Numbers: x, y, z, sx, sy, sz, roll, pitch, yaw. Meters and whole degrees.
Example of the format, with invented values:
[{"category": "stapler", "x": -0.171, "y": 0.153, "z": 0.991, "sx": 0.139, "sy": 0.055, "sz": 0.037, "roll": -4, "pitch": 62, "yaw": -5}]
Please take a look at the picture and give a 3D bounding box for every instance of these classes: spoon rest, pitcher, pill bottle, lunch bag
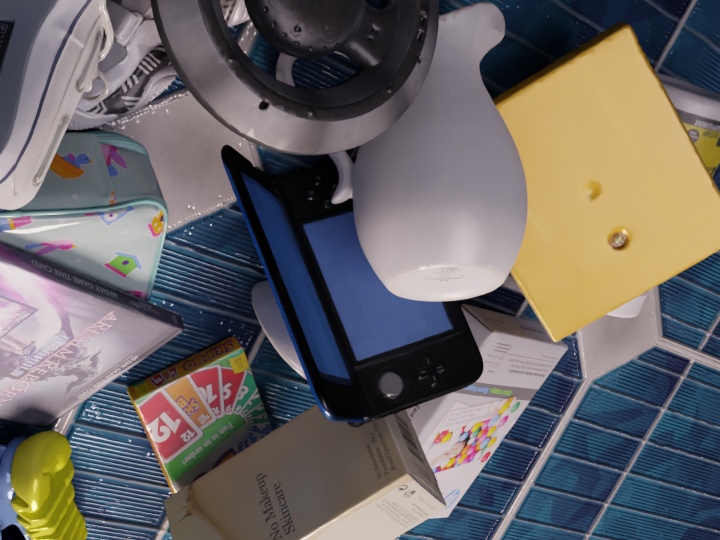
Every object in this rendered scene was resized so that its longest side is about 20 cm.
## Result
[{"category": "spoon rest", "x": -0.020, "y": 0.064, "z": 0.921, "sx": 0.061, "sy": 0.099, "sz": 0.200, "roll": -41, "pitch": 143, "yaw": 19}, {"category": "pitcher", "x": 0.028, "y": -0.083, "z": 0.803, "sx": 0.171, "sy": 0.200, "sz": 0.121, "roll": -3, "pitch": 161, "yaw": -1}, {"category": "pill bottle", "x": 0.237, "y": -0.066, "z": 0.980, "sx": 0.111, "sy": 0.111, "sz": 0.200, "roll": 6, "pitch": 112, "yaw": -32}, {"category": "lunch bag", "x": -0.233, "y": -0.013, "z": 0.737, "sx": 0.200, "sy": 0.077, "sz": 0.161, "roll": -6, "pitch": 145, "yaw": -24}]

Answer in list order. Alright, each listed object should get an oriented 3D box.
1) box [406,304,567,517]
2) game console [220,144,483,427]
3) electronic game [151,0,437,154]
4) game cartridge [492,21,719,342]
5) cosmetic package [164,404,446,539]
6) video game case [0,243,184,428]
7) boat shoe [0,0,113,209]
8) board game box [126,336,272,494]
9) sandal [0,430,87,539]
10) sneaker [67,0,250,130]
[{"category": "box", "x": 0.082, "y": 0.129, "z": 0.993, "sx": 0.200, "sy": 0.041, "sz": 0.156, "roll": -55, "pitch": 148, "yaw": 12}, {"category": "game console", "x": 0.000, "y": 0.000, "z": 0.811, "sx": 0.170, "sy": 0.118, "sz": 0.200, "roll": -17, "pitch": 77, "yaw": -23}, {"category": "electronic game", "x": -0.036, "y": -0.172, "z": 0.706, "sx": 0.200, "sy": 0.042, "sz": 0.201, "roll": 0, "pitch": 90, "yaw": -32}, {"category": "game cartridge", "x": 0.181, "y": -0.067, "z": 0.905, "sx": 0.176, "sy": 0.032, "sz": 0.200, "roll": -30, "pitch": 105, "yaw": 9}, {"category": "cosmetic package", "x": -0.046, "y": 0.181, "z": 0.883, "sx": 0.200, "sy": 0.104, "sz": 0.073, "roll": -33, "pitch": 137, "yaw": 9}, {"category": "video game case", "x": -0.232, "y": 0.044, "z": 0.732, "sx": 0.143, "sy": 0.019, "sz": 0.200, "roll": -34, "pitch": 146, "yaw": 20}, {"category": "boat shoe", "x": -0.180, "y": -0.128, "z": 0.664, "sx": 0.086, "sy": 0.074, "sz": 0.202, "roll": 58, "pitch": 42, "yaw": -67}, {"category": "board game box", "x": -0.117, "y": 0.157, "z": 0.948, "sx": 0.095, "sy": 0.030, "sz": 0.200, "roll": -26, "pitch": 127, "yaw": -16}, {"category": "sandal", "x": -0.261, "y": 0.194, "z": 0.864, "sx": 0.087, "sy": 0.080, "sz": 0.200, "roll": 9, "pitch": 124, "yaw": 7}, {"category": "sneaker", "x": -0.143, "y": -0.185, "z": 0.726, "sx": 0.200, "sy": 0.075, "sz": 0.115, "roll": -40, "pitch": 126, "yaw": -12}]
